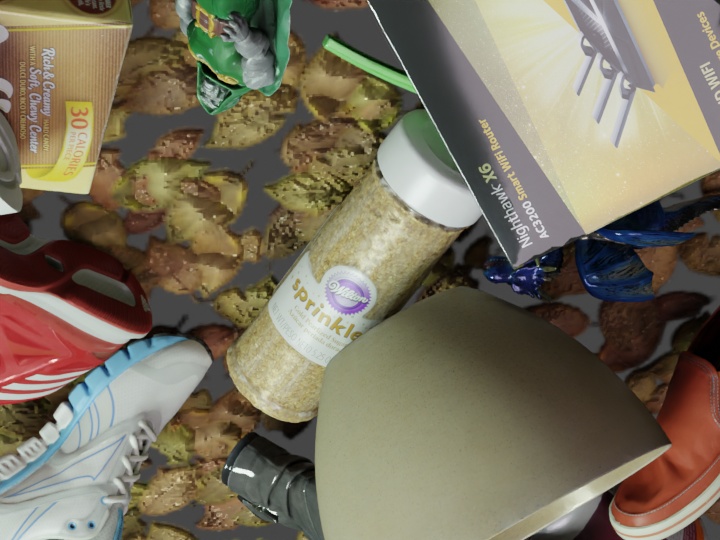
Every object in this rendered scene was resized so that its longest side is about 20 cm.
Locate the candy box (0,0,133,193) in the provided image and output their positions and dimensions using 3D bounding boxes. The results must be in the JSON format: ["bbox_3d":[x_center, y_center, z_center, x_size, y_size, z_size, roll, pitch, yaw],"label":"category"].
[{"bbox_3d":[-0.225,-0.106,1.144,0.199,0.055,0.116,6,132,-17],"label":"candy box"}]

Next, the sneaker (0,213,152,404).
[{"bbox_3d":[-0.222,0.020,1.253,0.200,0.078,0.116,31,118,-34],"label":"sneaker"}]

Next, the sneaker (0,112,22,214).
[{"bbox_3d":[-0.242,-0.082,1.078,0.080,0.077,0.200,-19,133,18],"label":"sneaker"}]

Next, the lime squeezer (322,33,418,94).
[{"bbox_3d":[0.081,-0.105,1.233,0.199,0.038,0.071,-7,134,-6],"label":"lime squeezer"}]

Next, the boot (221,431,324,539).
[{"bbox_3d":[-0.002,0.170,1.430,0.070,0.131,0.200,-53,144,-22],"label":"boot"}]

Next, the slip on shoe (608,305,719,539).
[{"bbox_3d":[0.210,0.076,1.376,0.061,0.074,0.200,40,83,-30],"label":"slip on shoe"}]

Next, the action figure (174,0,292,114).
[{"bbox_3d":[-0.067,-0.146,1.124,0.055,0.118,0.200,-36,153,-24],"label":"action figure"}]

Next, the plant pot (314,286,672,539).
[{"bbox_3d":[0.053,0.089,1.255,0.200,0.135,0.200,-28,169,-6],"label":"plant pot"}]

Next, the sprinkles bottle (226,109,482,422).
[{"bbox_3d":[0.000,0.000,1.292,0.068,0.068,0.200,18,127,-28],"label":"sprinkles bottle"}]

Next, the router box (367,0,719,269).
[{"bbox_3d":[0.101,-0.124,1.150,0.157,0.052,0.200,-27,106,12],"label":"router box"}]

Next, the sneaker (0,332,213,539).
[{"bbox_3d":[-0.153,0.122,1.323,0.200,0.087,0.075,-43,154,-6],"label":"sneaker"}]

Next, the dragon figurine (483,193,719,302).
[{"bbox_3d":[0.148,-0.020,1.285,0.200,0.100,0.059,9,131,-25],"label":"dragon figurine"}]

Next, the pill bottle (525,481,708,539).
[{"bbox_3d":[0.128,0.151,1.439,0.109,0.110,0.200,-35,132,19],"label":"pill bottle"}]
